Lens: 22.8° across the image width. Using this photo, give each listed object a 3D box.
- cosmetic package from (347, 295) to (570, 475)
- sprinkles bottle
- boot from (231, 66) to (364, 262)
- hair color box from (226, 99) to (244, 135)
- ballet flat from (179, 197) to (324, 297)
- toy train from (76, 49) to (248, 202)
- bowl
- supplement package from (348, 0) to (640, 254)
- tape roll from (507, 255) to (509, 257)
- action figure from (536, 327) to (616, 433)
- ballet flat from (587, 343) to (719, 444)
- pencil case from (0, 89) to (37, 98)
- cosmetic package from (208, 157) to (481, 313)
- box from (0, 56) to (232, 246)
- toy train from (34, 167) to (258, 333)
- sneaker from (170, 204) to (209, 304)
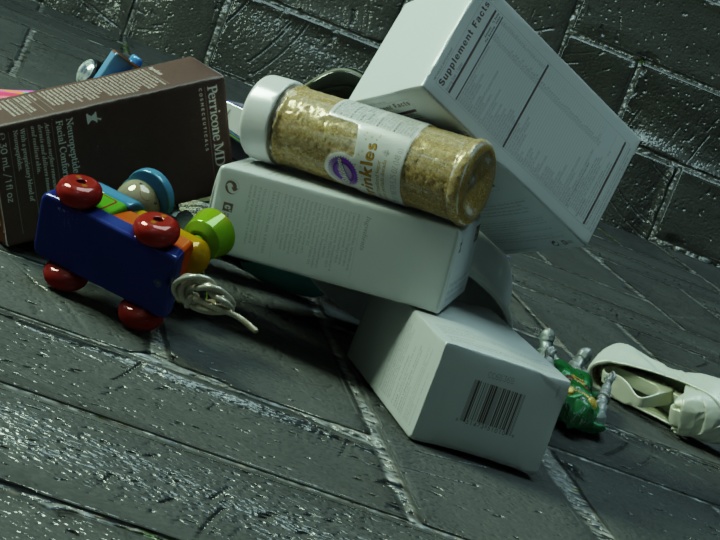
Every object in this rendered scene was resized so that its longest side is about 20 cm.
[{"bbox_3d":[0.072,0.076,1.394,0.112,0.082,0.200,18,8,-17],"label":"cosmetic package"},{"bbox_3d":[0.004,-0.094,1.380,0.198,0.069,0.068,19,7,25],"label":"sprinkles bottle"},{"bbox_3d":[-0.045,-0.115,1.539,0.073,0.204,0.154,35,29,-6],"label":"boot"},{"bbox_3d":[-0.083,-0.100,1.952,0.199,0.110,0.065,27,10,23],"label":"hair color box"},{"bbox_3d":[-0.110,-0.037,1.616,0.198,0.068,0.076,16,47,-24],"label":"ballet flat"},{"bbox_3d":[-0.188,-0.139,1.746,0.199,0.087,0.114,35,1,-34],"label":"toy train"},{"bbox_3d":[0.053,-0.016,1.559,0.199,0.091,0.202,21,-25,10],"label":"bowl"},{"bbox_3d":[0.108,-0.119,1.437,0.200,0.114,0.109,42,-24,-25],"label":"supplement package"},{"bbox_3d":[0.046,-0.024,1.815,0.199,0.086,0.200,29,4,-2],"label":"tape roll"},{"bbox_3d":[0.188,0.104,1.610,0.117,0.055,0.200,24,13,-5],"label":"action figure"},{"bbox_3d":[0.302,0.128,1.734,0.199,0.070,0.069,24,8,39],"label":"ballet flat"},{"bbox_3d":[-0.288,-0.113,1.479,0.198,0.089,0.088,-3,21,-29],"label":"pencil case"},{"bbox_3d":[-0.013,-0.031,1.412,0.198,0.075,0.102,17,13,12],"label":"cosmetic package"},{"bbox_3d":[-0.204,-0.095,1.417,0.198,0.101,0.075,-17,26,-25],"label":"box"},{"bbox_3d":[-0.128,-0.010,1.306,0.199,0.085,0.116,25,29,21],"label":"toy train"},{"bbox_3d":[-0.172,-0.017,1.448,0.076,0.076,0.200,-12,22,-15],"label":"sneaker"}]
